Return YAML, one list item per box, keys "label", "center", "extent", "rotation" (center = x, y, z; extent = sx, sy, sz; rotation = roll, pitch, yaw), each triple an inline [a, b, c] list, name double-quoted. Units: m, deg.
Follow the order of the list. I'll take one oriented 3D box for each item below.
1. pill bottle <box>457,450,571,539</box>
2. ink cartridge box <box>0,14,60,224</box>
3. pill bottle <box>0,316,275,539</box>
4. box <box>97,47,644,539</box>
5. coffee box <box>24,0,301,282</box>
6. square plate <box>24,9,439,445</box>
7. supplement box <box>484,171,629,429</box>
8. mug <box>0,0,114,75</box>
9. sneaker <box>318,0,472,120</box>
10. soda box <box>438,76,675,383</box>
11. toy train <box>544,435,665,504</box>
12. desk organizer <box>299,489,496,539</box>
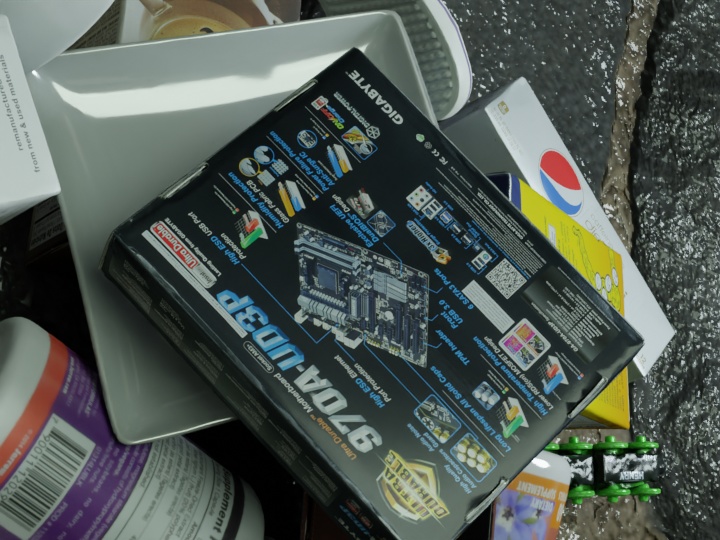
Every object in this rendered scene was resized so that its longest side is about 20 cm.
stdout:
- label: "pill bottle"
  center: [0.036, 0.183, 0.827]
  extent: [0.112, 0.112, 0.201]
  rotation: [18, 83, -34]
- label: "ink cartridge box"
  center: [-0.252, -0.034, 0.660]
  extent: [0.200, 0.145, 0.088]
  rotation: [-15, 86, -43]
- label: "pill bottle"
  center: [-0.117, 0.122, 0.743]
  extent: [0.200, 0.111, 0.112]
  rotation: [41, 53, -23]
- label: "box"
  center: [0.007, 0.016, 0.715]
  extent: [0.200, 0.046, 0.159]
  rotation: [46, 63, 6]
- label: "coffee box"
  center: [-0.101, -0.087, 0.848]
  extent: [0.113, 0.080, 0.201]
  rotation: [19, 64, -34]
- label: "square plate"
  center: [-0.046, -0.026, 0.761]
  extent: [0.199, 0.028, 0.199]
  rotation: [-11, 71, -20]
- label: "supplement box"
  center: [0.070, 0.026, 0.880]
  extent: [0.200, 0.109, 0.110]
  rotation: [26, 61, -61]
- label: "mug"
  center: [-0.210, -0.191, 0.742]
  extent: [0.153, 0.186, 0.150]
  rotation: [43, 70, -43]
- label: "sneaker"
  center: [0.027, -0.181, 0.969]
  extent: [0.114, 0.073, 0.201]
  rotation: [-14, 65, -48]
- label: "soda box"
  center: [0.118, -0.018, 1.011]
  extent: [0.200, 0.068, 0.064]
  rotation: [58, 39, -8]
- label: "toy train"
  center: [0.107, 0.123, 0.966]
  extent: [0.200, 0.056, 0.042]
  rotation: [5, 80, -38]
- label: "desk organizer"
  center: [0.014, 0.176, 0.737]
  extent: [0.072, 0.077, 0.201]
  rotation: [27, 66, -70]
